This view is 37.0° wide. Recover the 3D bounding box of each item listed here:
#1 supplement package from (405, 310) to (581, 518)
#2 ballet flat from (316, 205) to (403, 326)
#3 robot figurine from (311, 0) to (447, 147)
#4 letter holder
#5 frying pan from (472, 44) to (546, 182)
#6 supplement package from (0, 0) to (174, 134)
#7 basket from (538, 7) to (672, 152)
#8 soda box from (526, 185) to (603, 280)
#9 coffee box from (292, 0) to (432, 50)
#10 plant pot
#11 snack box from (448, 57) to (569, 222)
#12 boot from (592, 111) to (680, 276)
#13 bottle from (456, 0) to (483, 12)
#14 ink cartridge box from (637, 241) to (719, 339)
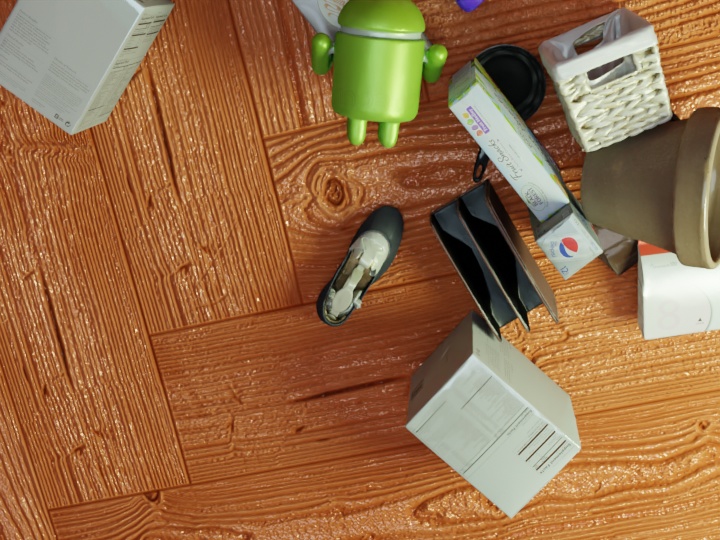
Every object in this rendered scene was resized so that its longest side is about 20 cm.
[{"bbox_3d":[0.185,0.199,1.527,0.199,0.191,0.147,41,106,-6],"label":"supplement package"},{"bbox_3d":[0.000,0.000,1.556,0.073,0.073,0.201,33,105,-4],"label":"ballet flat"},{"bbox_3d":[0.022,-0.263,1.374,0.172,0.116,0.203,4,106,-2],"label":"robot figurine"},{"bbox_3d":[0.186,-0.005,1.498,0.100,0.142,0.202,-30,101,12],"label":"letter holder"},{"bbox_3d":[0.204,-0.221,1.496,0.113,0.031,0.193,-5,116,10],"label":"frying pan"},{"bbox_3d":[-0.381,-0.319,1.463,0.151,0.151,0.201,35,106,-4],"label":"supplement package"},{"bbox_3d":[0.317,-0.249,1.394,0.134,0.200,0.125,-21,108,11],"label":"basket"},{"bbox_3d":[0.272,-0.059,1.445,0.063,0.200,0.068,-38,99,15],"label":"soda box"},{"bbox_3d":[0.007,-0.333,1.459,0.114,0.080,0.201,-35,99,14],"label":"coffee box"},{"bbox_3d":[0.380,-0.113,1.380,0.172,0.200,0.204,8,107,28],"label":"plant pot"},{"bbox_3d":[0.194,-0.175,1.426,0.053,0.143,0.200,-36,106,19],"label":"snack box"},{"bbox_3d":[0.386,-0.109,1.495,0.198,0.064,0.188,-30,102,17],"label":"boot"},{"bbox_3d":[0.103,-0.437,1.420,0.065,0.084,0.200,-38,99,14],"label":"bottle"},{"bbox_3d":[0.465,-0.008,1.489,0.160,0.057,0.202,-8,123,2],"label":"ink cartridge box"}]
